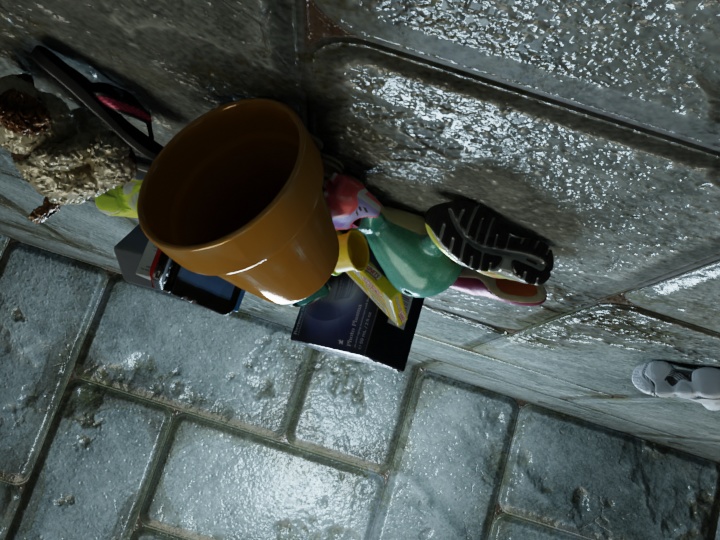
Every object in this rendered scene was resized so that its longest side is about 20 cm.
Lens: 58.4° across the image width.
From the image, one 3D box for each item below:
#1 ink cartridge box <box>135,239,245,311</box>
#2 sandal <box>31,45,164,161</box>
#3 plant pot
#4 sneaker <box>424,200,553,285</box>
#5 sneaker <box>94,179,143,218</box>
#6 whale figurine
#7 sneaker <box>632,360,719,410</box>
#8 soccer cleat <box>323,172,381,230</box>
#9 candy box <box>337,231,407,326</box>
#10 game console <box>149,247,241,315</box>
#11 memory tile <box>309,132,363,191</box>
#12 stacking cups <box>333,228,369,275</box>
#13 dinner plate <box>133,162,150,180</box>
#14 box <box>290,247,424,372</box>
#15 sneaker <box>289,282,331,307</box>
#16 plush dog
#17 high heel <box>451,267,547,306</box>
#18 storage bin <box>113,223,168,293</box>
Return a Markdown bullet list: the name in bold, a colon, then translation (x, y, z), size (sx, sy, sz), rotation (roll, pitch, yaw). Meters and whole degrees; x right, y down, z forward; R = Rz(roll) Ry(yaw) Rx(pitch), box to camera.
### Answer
- **ink cartridge box**: translation (-0.223, -0.058, 0.969), size (0.084, 0.201, 0.146), rotation (10, 166, 39)
- **sandal**: translation (-0.298, -0.202, 0.780), size (0.200, 0.045, 0.075), rotation (44, -178, -36)
- **plant pot**: translation (-0.114, -0.058, 0.734), size (0.200, 0.201, 0.183), rotation (10, 154, 31)
- **sneaker**: translation (0.157, -0.030, 0.857), size (0.200, 0.078, 0.090), rotation (26, 172, -26)
- **sneaker**: translation (-0.357, -0.120, 1.124), size (0.199, 0.076, 0.105), rotation (12, -175, 22)
- **whale figurine**: translation (0.058, -0.029, 0.929), size (0.200, 0.104, 0.159), rotation (29, 164, -34)
- **sneaker**: translation (0.672, 0.241, 1.324), size (0.115, 0.075, 0.200), rotation (29, 160, -33)
- **soccer cleat**: translation (-0.038, -0.074, 0.872), size (0.076, 0.067, 0.200), rotation (30, 161, -13)
- **candy box**: translation (0.000, 0.000, 1.057), size (0.200, 0.026, 0.102), rotation (46, 166, 28)
- **game console**: translation (-0.187, -0.055, 0.853), size (0.118, 0.201, 0.172), rotation (20, 167, -12)
- **memory tile**: translation (-0.104, -0.144, 0.856), size (0.199, 0.017, 0.153), rotation (9, 165, 36)
- **stacking cups**: translation (-0.085, -0.014, 0.924), size (0.199, 0.061, 0.060), rotation (-9, 155, 32)
- **dinner plate**: translation (-0.366, -0.155, 1.154), size (0.199, 0.024, 0.200), rotation (18, 167, 4)
- **box**: translation (-0.002, 0.063, 1.189), size (0.198, 0.201, 0.123), rotation (5, 163, 44)
- **sneaker**: translation (-0.104, -0.003, 1.119), size (0.121, 0.083, 0.200), rotation (58, 163, 31)
- **plush dog**: translation (-0.406, -0.168, 0.819), size (0.200, 0.160, 0.172), rotation (36, 162, 48)
- **high heel**: translation (0.204, 0.019, 1.020), size (0.200, 0.068, 0.096), rotation (28, 164, 31)
- **storage bin**: translation (-0.351, -0.024, 1.209), size (0.199, 0.134, 0.146), rotation (14, 130, 22)
